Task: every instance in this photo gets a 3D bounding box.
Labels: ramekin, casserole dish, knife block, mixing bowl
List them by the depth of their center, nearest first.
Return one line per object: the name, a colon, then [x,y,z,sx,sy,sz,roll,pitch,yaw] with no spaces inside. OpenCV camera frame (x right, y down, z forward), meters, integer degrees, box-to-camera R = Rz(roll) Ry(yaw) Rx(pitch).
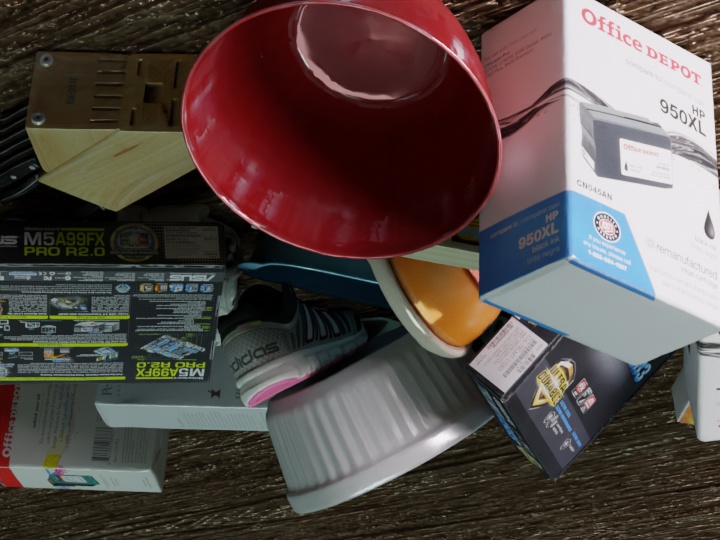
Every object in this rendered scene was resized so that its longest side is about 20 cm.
mixing bowl: [-0.003,-0.115,1.118,0.200,0.108,0.200,8,134,8]
knife block: [-0.174,-0.086,1.287,0.200,0.064,0.176,1,155,5]
casserole dish: [0.000,0.000,1.445,0.200,0.039,0.121,13,171,-17]
ramekin: [0.014,0.112,1.470,0.202,0.094,0.202,-27,-178,1]

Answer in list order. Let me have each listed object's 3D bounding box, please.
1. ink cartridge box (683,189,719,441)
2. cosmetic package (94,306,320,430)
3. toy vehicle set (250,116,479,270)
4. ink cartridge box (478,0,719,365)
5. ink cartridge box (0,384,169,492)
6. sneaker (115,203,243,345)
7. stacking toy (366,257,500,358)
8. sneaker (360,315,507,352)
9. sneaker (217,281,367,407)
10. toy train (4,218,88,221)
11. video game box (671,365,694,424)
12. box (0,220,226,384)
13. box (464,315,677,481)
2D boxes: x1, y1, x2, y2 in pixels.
ink cartridge box: [0.325,0.032,1.361,0.146,0.084,0.200,-6,133,4]
cosmetic package: [-0.133,0.087,1.600,0.200,0.102,0.074,0,157,4]
toy vehicle set: [0.029,-0.071,1.219,0.200,0.124,0.027,10,154,-14]
ink cartridge box: [0.153,-0.060,1.139,0.145,0.200,0.084,22,147,-34]
ink cartridge box: [-0.289,0.149,1.735,0.200,0.116,0.067,2,155,5]
sneaker: [-0.128,0.004,1.469,0.081,0.075,0.200,-14,152,13]
stacking toy: [0.113,-0.035,1.312,0.200,0.146,0.146,-26,144,22]
sneaker: [0.085,0.095,1.629,0.200,0.078,0.140,6,158,17]
sneaker: [-0.058,0.046,1.469,0.074,0.088,0.200,-28,179,25]
toy train: [-0.272,0.015,1.476,0.200,0.087,0.114,-3,147,17]
video game box: [0.380,0.065,1.490,0.182,0.047,0.200,10,137,-8]
box: [-0.209,0.027,1.370,0.200,0.044,0.160,0,143,-10]
box: [0.184,0.053,1.402,0.050,0.199,0.200,41,173,30]
